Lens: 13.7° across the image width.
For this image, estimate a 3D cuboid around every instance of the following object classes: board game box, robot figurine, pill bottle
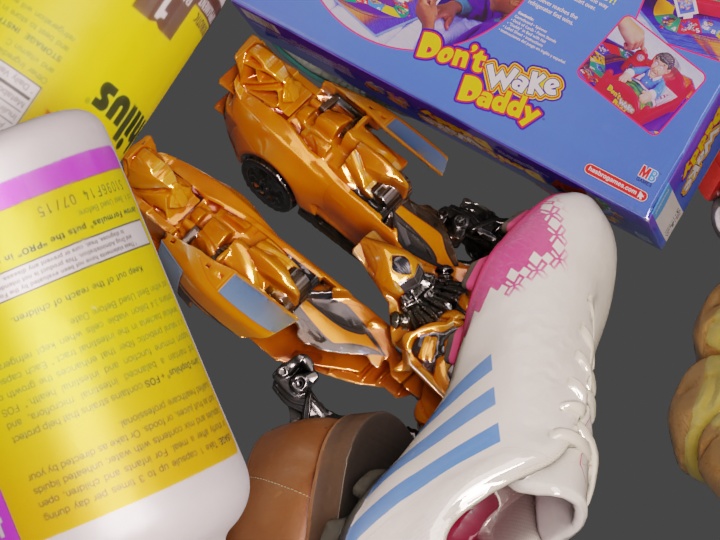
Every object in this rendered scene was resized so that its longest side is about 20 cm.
[{"bbox_3d":[0.067,-0.116,1.216,0.200,0.045,0.135,29,84,19],"label":"board game box"},{"bbox_3d":[0.000,0.000,1.225,0.200,0.058,0.145,38,63,13],"label":"robot figurine"},{"bbox_3d":[-0.146,-0.064,1.188,0.109,0.109,0.200,32,83,10],"label":"pill bottle"},{"bbox_3d":[-0.105,0.051,1.082,0.104,0.104,0.201,-23,90,-21],"label":"pill bottle"}]

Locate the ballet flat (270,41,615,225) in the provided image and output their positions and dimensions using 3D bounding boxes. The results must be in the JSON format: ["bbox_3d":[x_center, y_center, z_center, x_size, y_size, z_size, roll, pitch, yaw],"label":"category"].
[{"bbox_3d":[0.050,-0.089,1.280,0.200,0.071,0.069,30,60,9],"label":"ballet flat"}]

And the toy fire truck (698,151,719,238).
[{"bbox_3d":[0.159,-0.117,1.271,0.049,0.141,0.200,-15,62,-25],"label":"toy fire truck"}]

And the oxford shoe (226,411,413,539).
[{"bbox_3d":[-0.033,0.150,1.138,0.071,0.071,0.201,-3,61,34],"label":"oxford shoe"}]

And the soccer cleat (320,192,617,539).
[{"bbox_3d":[0.064,0.059,1.125,0.086,0.070,0.200,9,58,38],"label":"soccer cleat"}]

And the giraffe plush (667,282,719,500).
[{"bbox_3d":[0.243,0.060,1.187,0.162,0.200,0.173,46,35,-19],"label":"giraffe plush"}]
